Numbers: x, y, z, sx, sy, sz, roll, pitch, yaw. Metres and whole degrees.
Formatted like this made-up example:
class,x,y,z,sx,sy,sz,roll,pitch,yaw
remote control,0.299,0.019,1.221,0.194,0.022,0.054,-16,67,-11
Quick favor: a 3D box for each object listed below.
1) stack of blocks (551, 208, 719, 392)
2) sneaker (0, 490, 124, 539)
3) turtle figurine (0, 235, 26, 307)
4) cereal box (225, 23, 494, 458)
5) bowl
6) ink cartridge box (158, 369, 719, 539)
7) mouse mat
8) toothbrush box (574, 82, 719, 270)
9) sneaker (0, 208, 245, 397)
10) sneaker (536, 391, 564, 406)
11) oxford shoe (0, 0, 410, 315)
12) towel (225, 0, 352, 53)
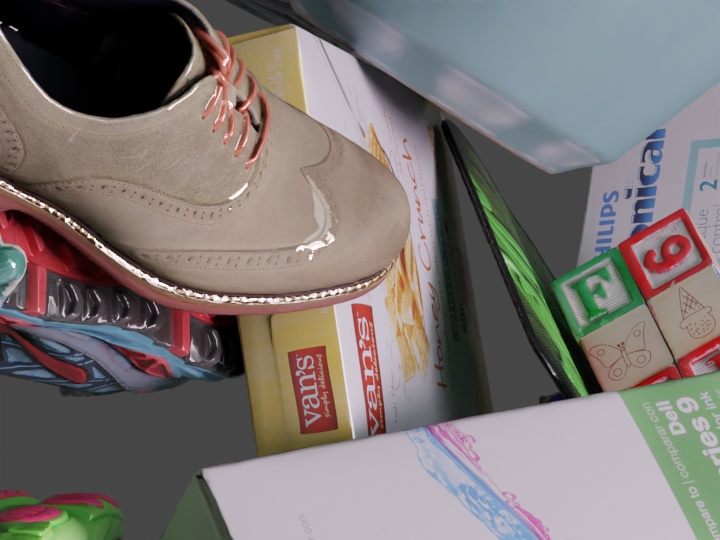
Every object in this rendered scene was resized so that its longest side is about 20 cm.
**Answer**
class,x,y,z,sx,sy,sz,roll,pitch,yaw
stack of blocks,0.151,0.078,1.125,0.200,0.059,0.115,49,14,-53
sneaker,-0.116,0.115,0.870,0.200,0.077,0.084,-12,99,-71
turtle figurine,-0.161,0.025,0.788,0.149,0.101,0.200,-9,57,-7
cereal box,0.000,0.000,1.023,0.200,0.039,0.144,13,67,-75
bowl,0.050,-0.107,1.048,0.201,0.201,0.105,28,96,-38
ink cartridge box,0.027,0.117,0.951,0.200,0.145,0.088,-11,59,-29
mouse mat,0.092,0.048,1.103,0.200,0.008,0.161,53,11,-37
toothbrush box,0.198,-0.040,1.180,0.085,0.200,0.147,47,48,-49
sneaker,-0.115,0.001,0.917,0.200,0.095,0.079,34,44,-51
sneaker,0.098,0.145,1.089,0.070,0.099,0.200,40,52,-66
oxford shoe,-0.052,-0.038,0.851,0.200,0.075,0.071,16,59,-38
towel,-0.042,-0.193,1.111,0.147,0.024,0.200,26,60,-40
